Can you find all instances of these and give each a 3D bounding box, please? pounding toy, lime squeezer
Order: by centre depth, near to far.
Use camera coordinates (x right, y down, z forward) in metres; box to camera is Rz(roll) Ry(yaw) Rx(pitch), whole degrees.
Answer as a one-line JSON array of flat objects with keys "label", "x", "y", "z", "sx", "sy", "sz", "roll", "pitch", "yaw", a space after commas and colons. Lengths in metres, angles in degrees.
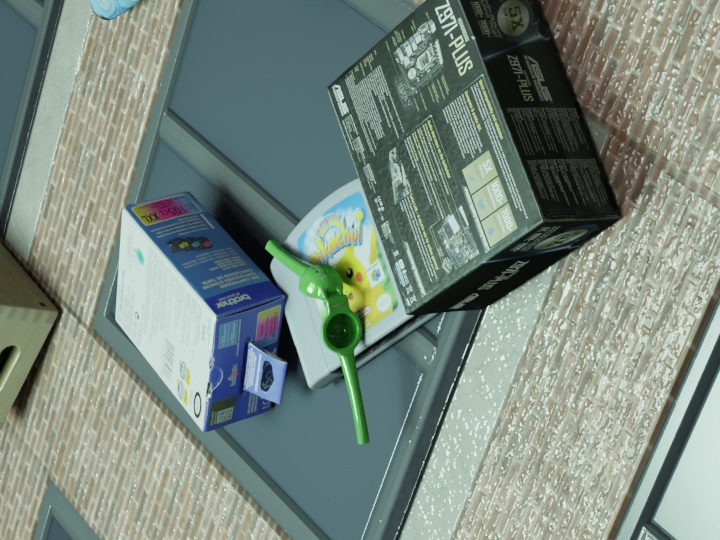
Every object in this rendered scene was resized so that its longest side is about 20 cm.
[{"label": "lime squeezer", "x": -0.031, "y": 0.042, "z": 1.508, "sx": 0.071, "sy": 0.038, "sz": 0.200, "roll": -48, "pitch": 58, "yaw": 39}, {"label": "pounding toy", "x": -0.426, "y": 0.072, "z": 1.966, "sx": 0.184, "sy": 0.142, "sz": 0.200, "roll": 43, "pitch": 113, "yaw": 38}]

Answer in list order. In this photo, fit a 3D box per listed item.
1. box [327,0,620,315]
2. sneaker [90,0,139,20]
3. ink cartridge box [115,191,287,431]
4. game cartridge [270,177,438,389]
[{"label": "box", "x": 0.080, "y": -0.091, "z": 1.385, "sx": 0.164, "sy": 0.086, "sz": 0.201, "roll": -37, "pitch": 65, "yaw": 44}, {"label": "sneaker", "x": -0.267, "y": -0.328, "z": 1.779, "sx": 0.090, "sy": 0.078, "sz": 0.201, "roll": -44, "pitch": 60, "yaw": 45}, {"label": "ink cartridge box", "x": -0.137, "y": 0.044, "z": 1.630, "sx": 0.200, "sy": 0.076, "sz": 0.137, "roll": 48, "pitch": 142, "yaw": 38}, {"label": "game cartridge", "x": 0.000, "y": 0.000, "z": 1.524, "sx": 0.200, "sy": 0.040, "sz": 0.134, "roll": -37, "pitch": 61, "yaw": 44}]
